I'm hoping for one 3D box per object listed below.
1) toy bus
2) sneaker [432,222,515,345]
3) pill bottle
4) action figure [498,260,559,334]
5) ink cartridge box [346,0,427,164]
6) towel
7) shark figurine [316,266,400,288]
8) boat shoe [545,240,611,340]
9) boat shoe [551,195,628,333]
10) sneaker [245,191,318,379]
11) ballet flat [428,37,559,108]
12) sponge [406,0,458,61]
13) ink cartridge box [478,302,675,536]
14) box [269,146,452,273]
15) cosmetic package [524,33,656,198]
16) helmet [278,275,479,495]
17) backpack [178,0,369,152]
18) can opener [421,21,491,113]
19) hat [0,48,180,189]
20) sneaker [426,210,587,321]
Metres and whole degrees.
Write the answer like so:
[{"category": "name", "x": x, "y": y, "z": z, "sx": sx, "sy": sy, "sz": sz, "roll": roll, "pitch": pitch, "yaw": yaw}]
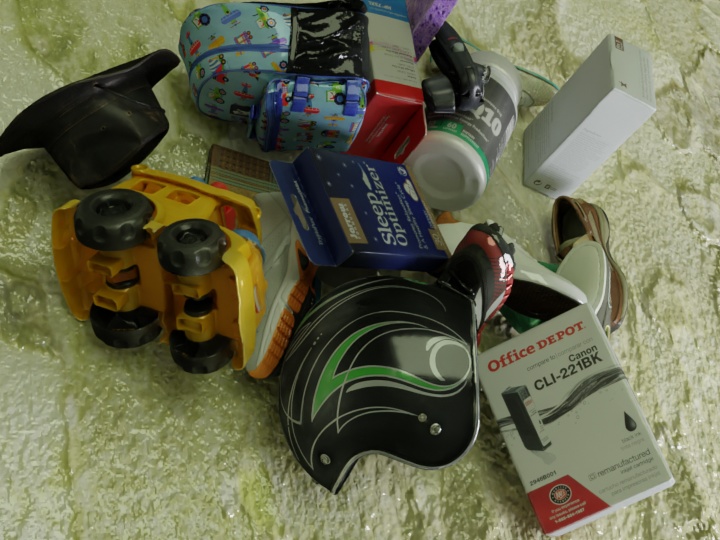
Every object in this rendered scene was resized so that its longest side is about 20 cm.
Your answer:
[{"category": "toy bus", "x": -0.154, "y": -0.020, "z": 0.943, "sx": 0.197, "sy": 0.138, "sz": 0.192, "roll": 16, "pitch": 37, "yaw": 21}, {"category": "sneaker", "x": 0.097, "y": 0.039, "z": 1.044, "sx": 0.071, "sy": 0.202, "sz": 0.097, "roll": 41, "pitch": 48, "yaw": 20}, {"category": "pill bottle", "x": 0.130, "y": -0.178, "z": 1.255, "sx": 0.112, "sy": 0.113, "sz": 0.201, "roll": 34, "pitch": 49, "yaw": -7}, {"category": "action figure", "x": 0.141, "y": -0.001, "z": 1.190, "sx": 0.198, "sy": 0.055, "sz": 0.120, "roll": 30, "pitch": 52, "yaw": -17}, {"category": "ink cartridge box", "x": 0.014, "y": -0.218, "z": 1.208, "sx": 0.066, "sy": 0.116, "sz": 0.203, "roll": 7, "pitch": 58, "yaw": -25}, {"category": "towel", "x": -0.106, "y": -0.035, "z": 1.086, "sx": 0.144, "sy": 0.022, "sz": 0.203, "roll": 17, "pitch": 53, "yaw": -22}, {"category": "shark figurine", "x": -0.005, "y": -0.022, "z": 1.088, "sx": 0.088, "sy": 0.128, "sz": 0.219, "roll": -10, "pitch": 68, "yaw": 13}, {"category": "boat shoe", "x": 0.254, "y": 0.070, "z": 1.170, "sx": 0.060, "sy": 0.071, "sz": 0.206, "roll": 20, "pitch": 79, "yaw": -43}, {"category": "boat shoe", "x": 0.273, "y": -0.010, "z": 1.258, "sx": 0.073, "sy": 0.075, "sz": 0.202, "roll": 26, "pitch": 41, "yaw": -31}, {"category": "sneaker", "x": -0.091, "y": 0.011, "z": 1.015, "sx": 0.090, "sy": 0.076, "sz": 0.203, "roll": 6, "pitch": 65, "yaw": 20}, {"category": "ballet flat", "x": 0.179, "y": -0.255, "z": 1.379, "sx": 0.197, "sy": 0.067, "sz": 0.063, "roll": 22, "pitch": 80, "yaw": -13}, {"category": "sponge", "x": 0.074, "y": -0.315, "z": 1.249, "sx": 0.029, "sy": 0.200, "sz": 0.113, "roll": 19, "pitch": 54, "yaw": -15}, {"category": "ink cartridge box", "x": 0.222, "y": 0.157, "z": 1.072, "sx": 0.203, "sy": 0.142, "sz": 0.084, "roll": 68, "pitch": 11, "yaw": 21}, {"category": "box", "x": 0.005, "y": -0.059, "z": 1.016, "sx": 0.198, "sy": 0.032, "sz": 0.123, "roll": 2, "pitch": 58, "yaw": -49}, {"category": "cosmetic package", "x": 0.290, "y": -0.192, "z": 1.302, "sx": 0.073, "sy": 0.200, "sz": 0.103, "roll": 20, "pitch": 53, "yaw": -18}, {"category": "helmet", "x": 0.016, "y": 0.107, "z": 0.952, "sx": 0.187, "sy": 0.201, "sz": 0.203, "roll": -1, "pitch": 56, "yaw": 5}, {"category": "backpack", "x": -0.098, "y": -0.211, "z": 1.103, "sx": 0.196, "sy": 0.183, "sz": 0.137, "roll": 1, "pitch": 77, "yaw": -14}, {"category": "can opener", "x": 0.107, "y": -0.252, "z": 1.206, "sx": 0.077, "sy": 0.064, "sz": 0.202, "roll": 4, "pitch": 38, "yaw": -8}, {"category": "hat", "x": -0.244, "y": -0.128, "z": 0.968, "sx": 0.200, "sy": 0.199, "sz": 0.082, "roll": -33, "pitch": 96, "yaw": -40}, {"category": "sneaker", "x": 0.167, "y": -0.012, "z": 1.126, "sx": 0.197, "sy": 0.073, "sz": 0.086, "roll": 23, "pitch": 56, "yaw": -9}]
